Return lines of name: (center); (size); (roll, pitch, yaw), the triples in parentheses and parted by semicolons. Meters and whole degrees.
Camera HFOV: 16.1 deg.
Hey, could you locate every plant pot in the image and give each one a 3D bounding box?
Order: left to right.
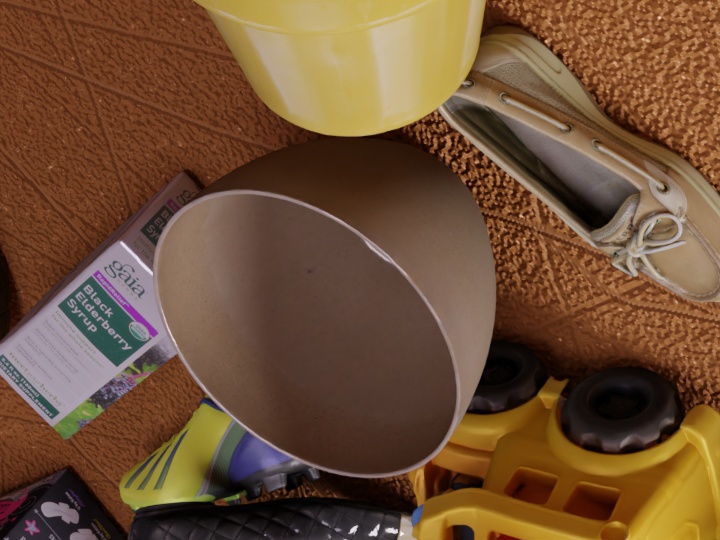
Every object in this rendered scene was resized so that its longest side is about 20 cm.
plant pot: (-0.010, -0.175, 1.297); (0.201, 0.201, 0.189); (20, 151, 22)
plant pot: (0.000, 0.000, 1.470); (0.200, 0.134, 0.200); (21, 136, 22)

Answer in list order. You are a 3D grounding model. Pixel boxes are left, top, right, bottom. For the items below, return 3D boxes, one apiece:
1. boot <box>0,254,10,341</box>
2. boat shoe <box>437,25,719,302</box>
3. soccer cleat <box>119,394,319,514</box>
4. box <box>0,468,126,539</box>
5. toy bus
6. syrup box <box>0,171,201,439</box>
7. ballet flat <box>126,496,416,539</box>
boot: (-0.331, -0.015, 1.751); (0.155, 0.072, 0.200); (4, 122, 34)
boat shoe: (0.126, -0.047, 1.389); (0.201, 0.063, 0.073); (44, 139, -4)
soccer cleat: (-0.097, 0.118, 1.715); (0.200, 0.065, 0.084); (-20, 82, 49)
box: (-0.266, 0.248, 1.898); (0.200, 0.115, 0.132); (-24, 109, 46)
toy bus: (0.097, 0.155, 1.491); (0.200, 0.192, 0.136); (13, 133, 30)
syrup box: (-0.153, 0.025, 1.646); (0.079, 0.081, 0.200); (45, 140, -7)
ballet flat: (-0.053, 0.178, 1.660); (0.200, 0.057, 0.066); (-2, 168, -8)
